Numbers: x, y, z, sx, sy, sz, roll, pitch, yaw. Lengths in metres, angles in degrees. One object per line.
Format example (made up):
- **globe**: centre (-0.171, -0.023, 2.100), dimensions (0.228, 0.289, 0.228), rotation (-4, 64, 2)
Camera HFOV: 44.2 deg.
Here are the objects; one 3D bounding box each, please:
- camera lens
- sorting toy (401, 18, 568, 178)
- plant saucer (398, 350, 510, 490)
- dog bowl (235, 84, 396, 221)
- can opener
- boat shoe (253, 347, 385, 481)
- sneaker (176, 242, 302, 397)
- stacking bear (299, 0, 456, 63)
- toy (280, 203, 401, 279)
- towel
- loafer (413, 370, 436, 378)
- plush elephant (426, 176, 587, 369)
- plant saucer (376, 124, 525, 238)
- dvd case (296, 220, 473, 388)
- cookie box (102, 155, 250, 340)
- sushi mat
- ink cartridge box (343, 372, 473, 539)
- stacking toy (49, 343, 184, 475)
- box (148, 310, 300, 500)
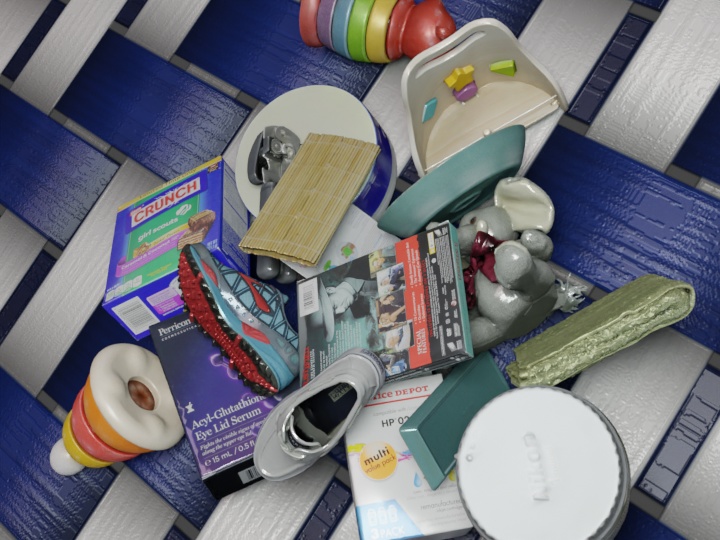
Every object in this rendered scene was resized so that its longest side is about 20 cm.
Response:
- **camera lens**: centre (0.180, 0.202, 0.861), dimensions (0.158, 0.200, 0.162), rotation (-5, 71, 15)
- **sorting toy**: centre (0.123, -0.216, 1.038), dimensions (0.199, 0.180, 0.108), rotation (-29, 65, 9)
- **plant saucer**: centre (0.105, 0.144, 0.916), dimensions (0.019, 0.200, 0.070), rotation (-28, 94, 36)
- **dog bowl**: centre (-0.058, -0.131, 1.136), dimensions (0.198, 0.079, 0.203), rotation (-7, 70, 19)
- **can opener**: centre (-0.106, -0.080, 1.075), dimensions (0.067, 0.053, 0.203), rotation (-20, 63, 49)
- **boat shoe**: centre (-0.055, 0.153, 0.887), dimensions (0.073, 0.065, 0.201), rotation (40, 120, 4)
- **sneaker**: centre (-0.129, 0.047, 0.997), dimensions (0.095, 0.079, 0.201), rotation (-27, 72, -39)
- **stacking bear**: centre (0.031, -0.324, 1.155), dimensions (0.198, 0.122, 0.115), rotation (19, 78, 18)
- **toy**: centre (0.000, 0.000, 1.045), dimensions (0.199, 0.047, 0.116), rotation (38, 63, -8)
- **towel**: centre (0.242, 0.066, 0.923), dimensions (0.199, 0.148, 0.037), rotation (-31, 91, 6)
- **loafer**: centre (0.050, 0.165, 1.003), dimensions (0.071, 0.063, 0.203), rotation (-8, 70, 20)
- **plush elephant**: centre (0.141, -0.011, 0.967), dimensions (0.155, 0.198, 0.165), rotation (54, 131, 29)
- **plant saucer**: centre (0.111, -0.090, 0.999), dimensions (0.199, 0.200, 0.036), rotation (-34, 80, 7)
- **dvd case**: centre (0.018, 0.048, 0.917), dimensions (0.198, 0.022, 0.148), rotation (-21, 58, 27)
- **cookie box**: centre (-0.230, -0.033, 1.129), dimensions (0.170, 0.075, 0.201), rotation (-25, 38, 12)
- **sushi mat**: centre (-0.055, -0.087, 1.019), dimensions (0.095, 0.012, 0.201), rotation (13, 52, 19)
- **ink cartridge box**: centre (0.040, 0.182, 0.934), dimensions (0.114, 0.068, 0.202), rotation (-9, 67, -4)
- **stacking toy**: centre (-0.327, 0.200, 1.116), dimensions (0.199, 0.146, 0.147), rotation (-39, 62, 22)
- **box**: centre (-0.144, 0.139, 1.041), dimensions (0.147, 0.105, 0.201), rotation (-23, 65, -10)
